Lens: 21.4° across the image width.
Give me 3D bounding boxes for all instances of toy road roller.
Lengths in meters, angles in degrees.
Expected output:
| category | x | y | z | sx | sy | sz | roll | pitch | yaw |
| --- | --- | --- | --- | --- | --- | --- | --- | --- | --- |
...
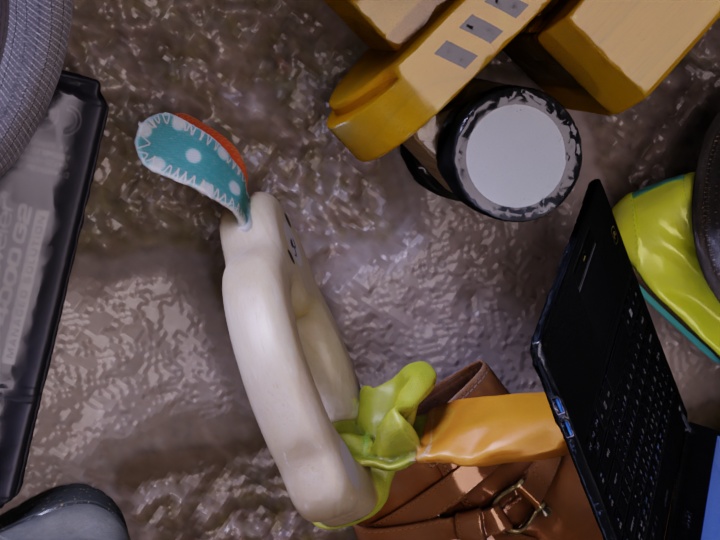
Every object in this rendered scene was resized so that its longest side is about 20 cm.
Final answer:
| category | x | y | z | sx | sy | sz | roll | pitch | yaw |
| --- | --- | --- | --- | --- | --- | --- | --- | --- | --- |
| toy road roller | 0.064 | -0.125 | 0.826 | 0.200 | 0.123 | 0.146 | -45 | 102 | -1 |

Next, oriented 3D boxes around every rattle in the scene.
| category | x | y | z | sx | sy | sz | roll | pitch | yaw |
| --- | --- | --- | --- | --- | --- | --- | --- | --- | --- |
| rattle | 0.000 | 0.000 | 0.819 | 0.142 | 0.130 | 0.201 | -23 | 75 | 25 |

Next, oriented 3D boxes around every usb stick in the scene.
| category | x | y | z | sx | sy | sz | roll | pitch | yaw |
| --- | --- | --- | --- | --- | --- | --- | --- | --- | --- |
| usb stick | -0.158 | 0.009 | 0.844 | 0.055 | 0.033 | 0.201 | 13 | 97 | -8 |

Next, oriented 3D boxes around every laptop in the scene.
| category | x | y | z | sx | sy | sz | roll | pitch | yaw |
| --- | --- | --- | --- | --- | --- | --- | --- | --- | --- |
| laptop | 0.162 | 0.068 | 0.799 | 0.103 | 0.177 | 0.201 | -16 | 108 | 20 |

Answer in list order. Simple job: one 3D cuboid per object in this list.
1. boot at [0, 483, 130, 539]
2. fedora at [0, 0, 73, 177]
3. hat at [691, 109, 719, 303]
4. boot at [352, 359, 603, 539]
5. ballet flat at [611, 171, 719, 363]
| category | x | y | z | sx | sy | sz | roll | pitch | yaw |
| --- | --- | --- | --- | --- | --- | --- | --- | --- | --- |
| boot | -0.179 | 0.163 | 0.815 | 0.200 | 0.131 | 0.068 | -30 | 105 | -7 |
| fedora | -0.206 | -0.114 | 0.771 | 0.176 | 0.090 | 0.201 | 15 | 115 | -13 |
| hat | 0.237 | -0.040 | 0.811 | 0.200 | 0.081 | 0.202 | -4 | 75 | 17 |
| boot | 0.095 | 0.105 | 0.903 | 0.200 | 0.074 | 0.155 | -32 | 102 | -9 |
| ballet flat | 0.197 | 0.032 | 0.911 | 0.067 | 0.067 | 0.200 | -38 | 105 | 18 |
